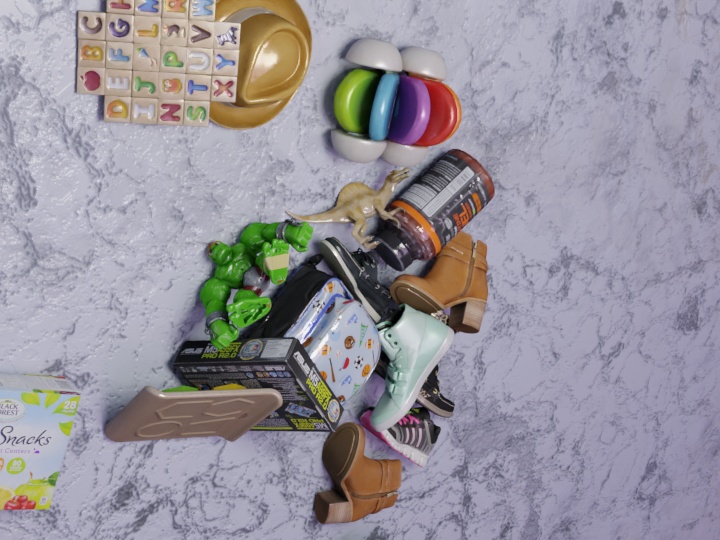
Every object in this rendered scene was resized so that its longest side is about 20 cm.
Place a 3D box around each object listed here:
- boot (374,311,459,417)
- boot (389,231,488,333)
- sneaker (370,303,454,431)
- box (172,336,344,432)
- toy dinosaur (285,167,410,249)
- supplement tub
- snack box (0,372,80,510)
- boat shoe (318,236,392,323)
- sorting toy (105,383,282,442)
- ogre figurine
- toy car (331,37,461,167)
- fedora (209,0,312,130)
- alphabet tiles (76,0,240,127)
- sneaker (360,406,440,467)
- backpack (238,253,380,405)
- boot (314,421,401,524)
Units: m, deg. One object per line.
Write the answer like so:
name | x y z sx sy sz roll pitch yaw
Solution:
boot | 0.121 0.149 1.827 0.200 0.073 0.151 36 85 -34
boot | 0.134 -0.001 1.745 0.199 0.076 0.157 22 66 -31
sneaker | 0.047 0.147 1.711 0.118 0.074 0.201 33 90 -19
box | -0.145 0.164 1.539 0.161 0.199 0.044 59 40 -37
toy dinosaur | -0.006 -0.083 1.620 0.199 0.102 0.058 -24 163 -14
supplement tub | 0.109 -0.089 1.690 0.200 0.107 0.107 -44 130 -15
snack box | -0.477 0.216 1.379 0.199 0.068 0.170 10 102 -42
boat shoe | 0.002 0.001 1.661 0.066 0.074 0.200 -43 133 -9
sorting toy | -0.233 0.195 1.508 0.199 0.185 0.037 7 61 -31
ogre figurine | -0.158 0.007 1.508 0.098 0.120 0.201 17 96 -37
toy car | 0.061 -0.232 1.559 0.199 0.150 0.177 1 108 -39
fedora | -0.130 -0.275 1.432 0.199 0.082 0.202 -16 118 -32
alphabet tiles | -0.250 -0.263 1.347 0.198 0.006 0.168 1 110 -17
sneaker | 0.073 0.260 1.836 0.088 0.074 0.200 -55 137 -5
backpack | -0.057 0.113 1.623 0.200 0.154 0.191 -50 141 -13
boot | 0.011 0.330 1.818 0.154 0.074 0.201 -3 122 -36
